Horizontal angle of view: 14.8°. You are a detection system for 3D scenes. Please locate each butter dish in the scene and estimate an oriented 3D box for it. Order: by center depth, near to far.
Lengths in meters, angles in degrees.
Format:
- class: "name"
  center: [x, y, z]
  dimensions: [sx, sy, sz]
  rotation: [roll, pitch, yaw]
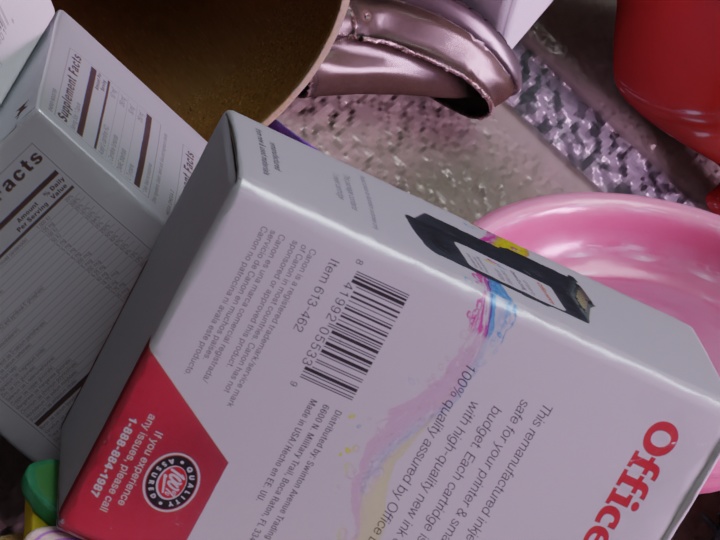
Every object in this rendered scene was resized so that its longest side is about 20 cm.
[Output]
- class: "butter dish"
  center: [0.217, -0.094, 1.443]
  dimensions: [0.199, 0.148, 0.200]
  rotation: [9, 9, -27]

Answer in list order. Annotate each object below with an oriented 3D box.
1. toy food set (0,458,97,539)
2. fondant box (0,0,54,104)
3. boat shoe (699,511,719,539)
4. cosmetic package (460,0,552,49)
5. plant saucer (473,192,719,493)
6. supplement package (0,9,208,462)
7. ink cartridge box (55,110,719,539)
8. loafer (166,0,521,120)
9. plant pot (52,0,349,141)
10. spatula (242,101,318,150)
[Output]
- class: "toy food set"
  center: [-0.057, 0.145, 0.969]
  dimensions: [0.197, 0.049, 0.200]
  rotation: [24, 19, -15]
- class: "fondant box"
  center: [-0.233, -0.066, 1.044]
  dimensions: [0.144, 0.199, 0.058]
  rotation: [-68, 143, -47]
- class: "boat shoe"
  center: [0.191, 0.130, 1.281]
  dimensions: [0.075, 0.062, 0.200]
  rotation: [47, 25, -10]
- class: "cosmetic package"
  center: [0.046, -0.246, 1.362]
  dimensions: [0.200, 0.166, 0.167]
  rotation: [37, 70, 10]
- class: "plant saucer"
  center: [0.130, 0.038, 1.282]
  dimensions: [0.200, 0.051, 0.201]
  rotation: [7, 34, -5]
- class: "supplement package"
  center: [-0.085, 0.016, 1.084]
  dimensions: [0.200, 0.114, 0.110]
  rotation: [43, 17, -18]
- class: "ink cartridge box"
  center: [0.010, 0.056, 1.000]
  dimensions: [0.200, 0.146, 0.083]
  rotation: [25, 16, -14]
- class: "loafer"
  center: [-0.015, -0.112, 1.347]
  dimensions: [0.199, 0.073, 0.071]
  rotation: [23, 78, -21]
- class: "plant pot"
  center: [-0.130, -0.167, 1.233]
  dimensions: [0.186, 0.187, 0.200]
  rotation: [-2, 42, -37]
- class: "spatula"
  center: [0.000, 0.000, 1.222]
  dimensions: [0.020, 0.057, 0.200]
  rotation: [-20, 49, -19]
